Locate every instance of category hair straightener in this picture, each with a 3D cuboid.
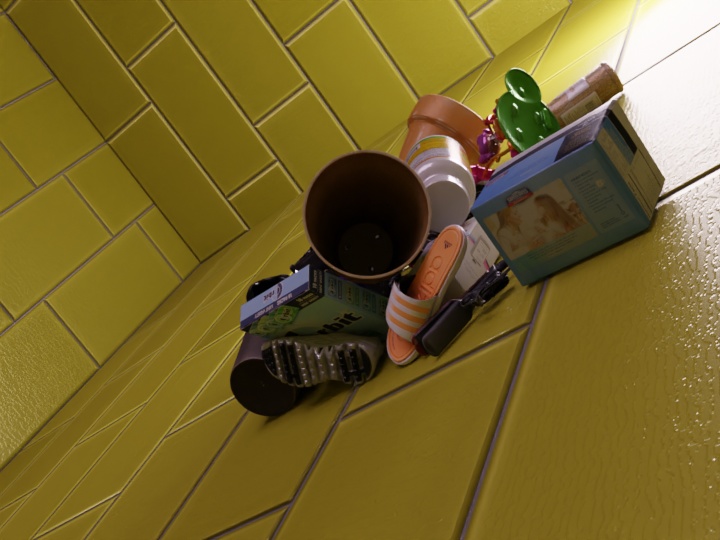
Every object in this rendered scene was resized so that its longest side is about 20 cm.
[{"bbox_3d":[0.158,0.045,1.297,0.199,0.041,0.077,-38,11,-16],"label":"hair straightener"}]

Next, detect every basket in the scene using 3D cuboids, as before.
[{"bbox_3d":[-0.132,0.135,1.599,0.177,0.138,0.201,-16,25,22],"label":"basket"}]

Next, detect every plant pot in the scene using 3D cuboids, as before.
[{"bbox_3d":[0.007,-0.055,1.452,0.186,0.187,0.200,-40,-11,-11],"label":"plant pot"},{"bbox_3d":[0.156,-0.220,1.955,0.185,0.199,0.200,-57,16,-13],"label":"plant pot"}]

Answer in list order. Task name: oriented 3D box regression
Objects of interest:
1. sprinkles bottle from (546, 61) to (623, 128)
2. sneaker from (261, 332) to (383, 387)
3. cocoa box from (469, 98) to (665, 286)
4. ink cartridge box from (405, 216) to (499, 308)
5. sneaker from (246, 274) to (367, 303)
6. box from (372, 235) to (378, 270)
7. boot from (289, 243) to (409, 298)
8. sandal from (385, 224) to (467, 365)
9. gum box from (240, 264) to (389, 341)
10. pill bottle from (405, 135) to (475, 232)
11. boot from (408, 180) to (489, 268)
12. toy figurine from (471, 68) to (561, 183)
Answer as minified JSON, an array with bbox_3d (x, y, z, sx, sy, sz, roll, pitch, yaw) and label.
[{"bbox_3d":[0.391,-0.303,1.796,0.199,0.069,0.068,-36,12,11],"label":"sprinkles bottle"},{"bbox_3d":[-0.056,0.128,1.448,0.196,0.077,0.081,1,20,25],"label":"sneaker"},{"bbox_3d":[0.266,-0.097,1.237,0.198,0.134,0.132,-29,15,39],"label":"cocoa box"},{"bbox_3d":[0.140,-0.009,1.456,0.116,0.068,0.201,-29,15,38],"label":"ink cartridge box"},{"bbox_3d":[-0.087,0.041,1.514,0.196,0.071,0.100,-5,-19,7],"label":"sneaker"},{"bbox_3d":[0.009,-0.029,1.708,0.041,0.158,0.200,-27,10,-11],"label":"box"},{"bbox_3d":[0.000,0.000,1.578,0.198,0.175,0.069,-34,8,16],"label":"boot"},{"bbox_3d":[0.075,0.026,1.332,0.079,0.059,0.210,31,98,51],"label":"sandal"},{"bbox_3d":[-0.055,0.071,1.463,0.169,0.198,0.045,-29,52,40],"label":"gum box"},{"bbox_3d":[0.126,-0.135,1.527,0.110,0.112,0.201,-35,18,15],"label":"pill bottle"},{"bbox_3d":[0.158,-0.070,1.618,0.150,0.074,0.200,-41,8,-19],"label":"boot"},{"bbox_3d":[0.254,-0.235,1.765,0.184,0.148,0.204,-42,46,48],"label":"toy figurine"}]
